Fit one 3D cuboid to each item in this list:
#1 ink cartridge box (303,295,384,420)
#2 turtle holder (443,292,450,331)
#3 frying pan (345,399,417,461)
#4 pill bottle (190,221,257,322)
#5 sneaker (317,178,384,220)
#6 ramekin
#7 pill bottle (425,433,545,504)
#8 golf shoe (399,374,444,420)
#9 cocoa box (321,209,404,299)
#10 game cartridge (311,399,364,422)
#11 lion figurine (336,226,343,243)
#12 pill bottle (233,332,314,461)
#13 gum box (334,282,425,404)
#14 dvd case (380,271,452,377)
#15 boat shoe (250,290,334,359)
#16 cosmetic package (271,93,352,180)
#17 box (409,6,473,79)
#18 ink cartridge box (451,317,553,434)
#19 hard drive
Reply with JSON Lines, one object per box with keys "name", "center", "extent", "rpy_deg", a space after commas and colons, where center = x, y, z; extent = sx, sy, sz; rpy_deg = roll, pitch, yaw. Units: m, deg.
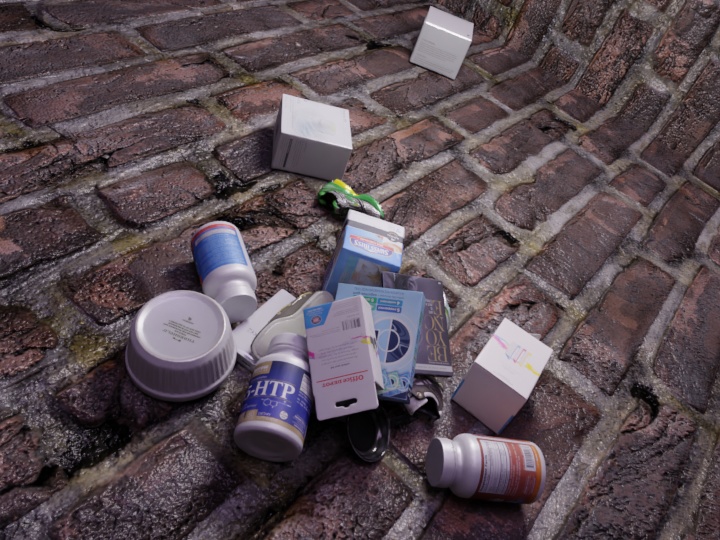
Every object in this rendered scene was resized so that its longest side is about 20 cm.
{"name": "ink cartridge box", "center": [-0.028, 0.158, 1.111], "extent": [0.114, 0.068, 0.202], "rpy_deg": [-14, 66, 11]}
{"name": "turtle holder", "center": [0.126, 0.109, 1.356], "extent": [0.140, 0.133, 0.186], "rpy_deg": [25, 40, 1]}
{"name": "frying pan", "center": [0.032, 0.277, 1.186], "extent": [0.190, 0.031, 0.116], "rpy_deg": [-33, 100, -50]}
{"name": "pill bottle", "center": [-0.276, 0.004, 1.295], "extent": [0.111, 0.113, 0.201], "rpy_deg": [-3, 46, -27]}
{"name": "sneaker", "center": [-0.025, -0.157, 1.623], "extent": [0.199, 0.079, 0.085], "rpy_deg": [29, 47, 20]}
{"name": "ramekin", "center": [-0.322, 0.125, 1.141], "extent": [0.199, 0.095, 0.204], "rpy_deg": [7, 46, -8]}
{"name": "pill bottle", "center": [0.225, 0.359, 1.153], "extent": [0.197, 0.113, 0.113], "rpy_deg": [11, 42, -14]}
{"name": "golf shoe", "center": [0.087, 0.222, 1.221], "extent": [0.198, 0.078, 0.095], "rpy_deg": [27, 30, -21]}
{"name": "cocoa box", "center": [0.000, 0.000, 1.360], "extent": [0.132, 0.201, 0.132], "rpy_deg": [18, 42, -7]}
{"name": "game cartridge", "center": [-0.049, 0.193, 1.240], "extent": [0.131, 0.041, 0.202], "rpy_deg": [15, 48, -11]}
{"name": "lion figurine", "center": [0.007, -0.081, 1.509], "extent": [0.072, 0.123, 0.199], "rpy_deg": [38, 42, 17]}
{"name": "pill bottle", "center": [-0.140, 0.217, 1.110], "extent": [0.118, 0.120, 0.202], "rpy_deg": [17, 48, -7]}
{"name": "gum box", "center": [0.023, 0.132, 1.172], "extent": [0.168, 0.045, 0.203], "rpy_deg": [6, 71, 15]}
{"name": "dvd case", "center": [0.110, 0.106, 1.245], "extent": [0.147, 0.016, 0.203], "rpy_deg": [9, 65, -29]}
{"name": "boat shoe", "center": [-0.140, 0.107, 1.248], "extent": [0.201, 0.073, 0.060], "rpy_deg": [-37, 22, -30]}
{"name": "cosmetic package", "center": [-0.134, -0.366, 1.748], "extent": [0.197, 0.124, 0.201], "rpy_deg": [11, 42, -16]}
{"name": "box", "center": [0.320, -0.893, 2.477], "extent": [0.197, 0.172, 0.201], "rpy_deg": [21, 41, -3]}
{"name": "ink cartridge box", "center": [0.304, 0.212, 1.333], "extent": [0.125, 0.129, 0.200], "rpy_deg": [34, 41, 13]}
{"name": "hard drive", "center": [-0.169, 0.129, 1.278], "extent": [0.131, 0.026, 0.200], "rpy_deg": [34, 42, 12]}
